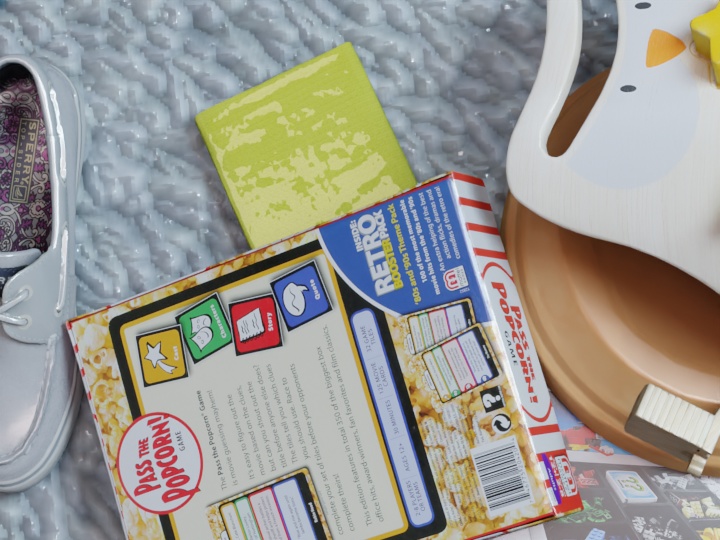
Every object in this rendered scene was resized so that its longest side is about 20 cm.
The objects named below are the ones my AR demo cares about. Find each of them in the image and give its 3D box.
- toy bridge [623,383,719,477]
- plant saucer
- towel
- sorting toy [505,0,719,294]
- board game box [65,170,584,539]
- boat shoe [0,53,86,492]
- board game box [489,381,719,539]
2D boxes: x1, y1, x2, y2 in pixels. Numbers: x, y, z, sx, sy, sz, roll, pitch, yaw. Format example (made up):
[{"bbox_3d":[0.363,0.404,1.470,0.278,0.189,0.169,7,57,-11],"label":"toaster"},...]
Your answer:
[{"bbox_3d":[0.178,-0.002,0.851,0.067,0.027,0.201,25,71,5],"label":"toy bridge"},{"bbox_3d":[0.161,-0.011,0.887,0.198,0.037,0.202,1,72,-2],"label":"plant saucer"},{"bbox_3d":[0.000,0.000,0.936,0.085,0.018,0.201,-25,81,-3],"label":"towel"},{"bbox_3d":[0.155,-0.078,0.824,0.178,0.107,0.202,5,69,19],"label":"sorting toy"},{"bbox_3d":[-0.019,0.062,0.885,0.198,0.046,0.153,-19,81,20],"label":"board game box"},{"bbox_3d":[-0.160,0.000,0.923,0.071,0.069,0.202,9,84,6],"label":"boat shoe"},{"bbox_3d":[0.151,0.138,0.888,0.198,0.035,0.127,18,85,3],"label":"board game box"}]
